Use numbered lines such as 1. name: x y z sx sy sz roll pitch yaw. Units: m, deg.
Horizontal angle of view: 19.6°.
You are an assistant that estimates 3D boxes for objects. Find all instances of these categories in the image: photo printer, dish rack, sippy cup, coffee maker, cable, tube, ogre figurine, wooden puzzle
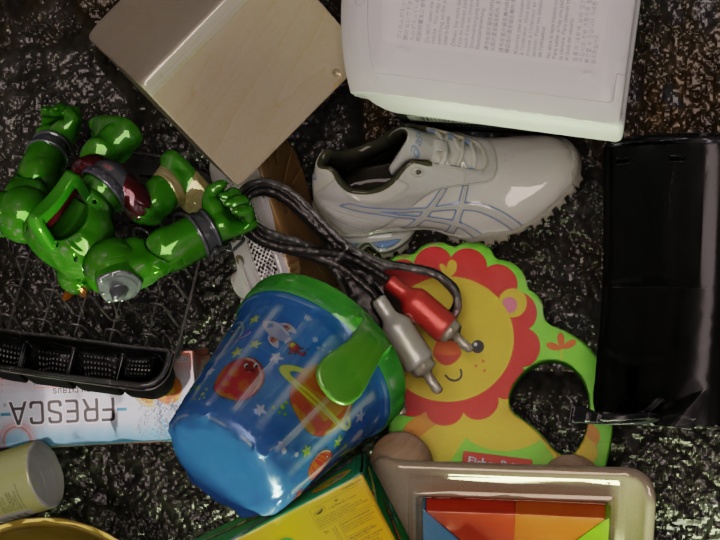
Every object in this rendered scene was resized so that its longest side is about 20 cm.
1. photo printer: 0.087 -0.180 1.388 0.198 0.069 0.168 7 90 6
2. dish rack: -0.187 -0.004 1.519 0.152 0.055 0.201 7 65 12
3. sippy cup: -0.058 0.094 1.429 0.139 0.179 0.130 28 52 20
4. coffee maker: 0.227 0.007 1.437 0.134 0.192 0.202 1 87 23
5. cable: 0.000 0.000 1.474 0.097 0.050 0.200 -42 97 -9
6. tube: -0.314 0.173 1.536 0.199 0.052 0.058 -18 102 20
7. ogre figurine: -0.181 -0.045 1.458 0.200 0.098 0.120 39 62 14
8. wooden puzzle: 0.106 0.217 1.481 0.198 0.037 0.186 4 123 9

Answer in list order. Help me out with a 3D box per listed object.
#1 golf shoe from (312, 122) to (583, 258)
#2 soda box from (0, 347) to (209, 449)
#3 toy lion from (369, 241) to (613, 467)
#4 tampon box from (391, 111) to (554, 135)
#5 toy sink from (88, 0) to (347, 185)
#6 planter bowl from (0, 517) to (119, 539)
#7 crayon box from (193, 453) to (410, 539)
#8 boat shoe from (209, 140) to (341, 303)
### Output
1. golf shoe: 0.061 -0.068 1.496 0.198 0.097 0.079 -14 55 4
2. soda box: -0.211 0.095 1.549 0.198 0.064 0.069 -3 89 7
3. toy lion: 0.088 0.077 1.521 0.198 0.069 0.193 8 83 6
4. tampon box: 0.104 -0.202 1.485 0.149 0.126 0.202 3 90 7
5. toy sink: -0.098 -0.159 1.501 0.130 0.200 0.112 -45 114 -3
6. planter bowl: -0.228 0.278 1.468 0.199 0.083 0.202 0 89 -1
7. crayon box: -0.058 0.227 1.442 0.199 0.058 0.119 -27 98 5
8. boat shoe: -0.061 0.003 1.537 0.069 0.071 0.202 -12 96 32
